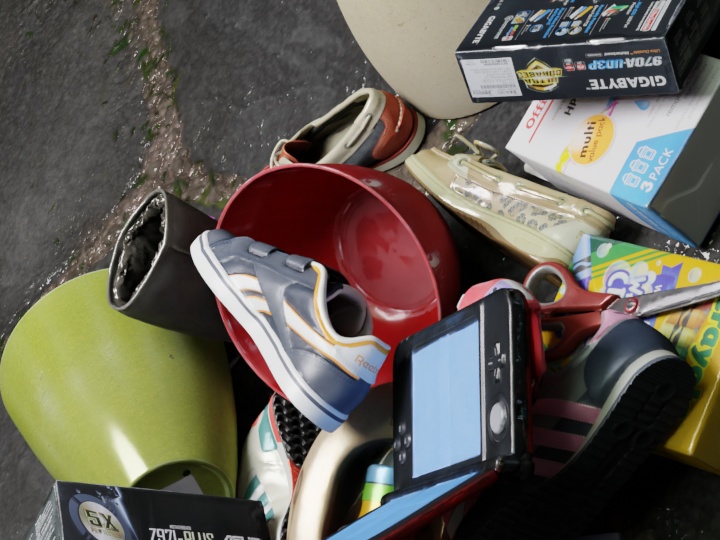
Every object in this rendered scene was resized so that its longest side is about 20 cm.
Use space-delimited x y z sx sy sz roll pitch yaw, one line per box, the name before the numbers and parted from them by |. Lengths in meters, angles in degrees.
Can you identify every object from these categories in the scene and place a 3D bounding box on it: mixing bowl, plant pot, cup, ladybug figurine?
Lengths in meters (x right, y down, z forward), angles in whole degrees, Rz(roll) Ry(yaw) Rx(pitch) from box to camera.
mixing bowl | 0.000 0.000 1.432 0.200 0.108 0.200 14 117 29
plant pot | -0.170 0.127 1.501 0.187 0.187 0.200 -51 36 12
cup | 0.055 -0.241 1.529 0.200 0.143 0.200 -26 50 36
ladybug figurine | 0.021 0.173 1.342 0.136 0.072 0.200 14 77 8

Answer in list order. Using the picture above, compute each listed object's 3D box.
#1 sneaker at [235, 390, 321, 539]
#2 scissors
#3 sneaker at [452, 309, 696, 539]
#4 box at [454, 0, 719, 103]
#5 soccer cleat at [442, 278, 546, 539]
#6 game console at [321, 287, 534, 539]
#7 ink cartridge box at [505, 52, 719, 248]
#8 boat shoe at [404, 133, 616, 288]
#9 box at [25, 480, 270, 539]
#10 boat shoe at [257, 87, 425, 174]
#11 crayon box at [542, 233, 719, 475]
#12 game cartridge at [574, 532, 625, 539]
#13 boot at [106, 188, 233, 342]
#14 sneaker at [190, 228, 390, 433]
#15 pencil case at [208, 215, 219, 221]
sneaker | -0.055 0.191 1.454 0.093 0.070 0.200 -48 39 44
scissors | 0.169 0.032 1.258 0.200 0.014 0.073 5 69 49
sneaker | 0.125 0.112 1.220 0.200 0.070 0.082 -46 39 11
box | 0.177 -0.193 1.347 0.159 0.046 0.200 0 38 31
soccer cleat | 0.091 0.105 1.267 0.076 0.067 0.200 -169 81 -74
game console | 0.017 0.108 1.204 0.200 0.119 0.172 148 125 -66
ink cartridge box | 0.184 -0.106 1.362 0.200 0.068 0.115 29 87 52
boat shoe | 0.110 -0.049 1.414 0.063 0.073 0.200 -53 47 -1
box | -0.174 0.254 1.408 0.200 0.164 0.086 -60 32 38
boat shoe | -0.037 -0.094 1.603 0.200 0.063 0.071 -27 51 37
crayon box | 0.204 0.056 1.255 0.200 0.052 0.126 16 79 50
game cartridge | 0.075 0.240 1.230 0.200 0.038 0.130 -9 53 14
boot | -0.093 -0.018 1.505 0.073 0.200 0.182 -1 66 50
sneaker | -0.045 0.023 1.348 0.079 0.078 0.200 -46 51 9
pencil case | -0.166 0.045 1.639 0.200 0.085 0.092 -49 41 15
